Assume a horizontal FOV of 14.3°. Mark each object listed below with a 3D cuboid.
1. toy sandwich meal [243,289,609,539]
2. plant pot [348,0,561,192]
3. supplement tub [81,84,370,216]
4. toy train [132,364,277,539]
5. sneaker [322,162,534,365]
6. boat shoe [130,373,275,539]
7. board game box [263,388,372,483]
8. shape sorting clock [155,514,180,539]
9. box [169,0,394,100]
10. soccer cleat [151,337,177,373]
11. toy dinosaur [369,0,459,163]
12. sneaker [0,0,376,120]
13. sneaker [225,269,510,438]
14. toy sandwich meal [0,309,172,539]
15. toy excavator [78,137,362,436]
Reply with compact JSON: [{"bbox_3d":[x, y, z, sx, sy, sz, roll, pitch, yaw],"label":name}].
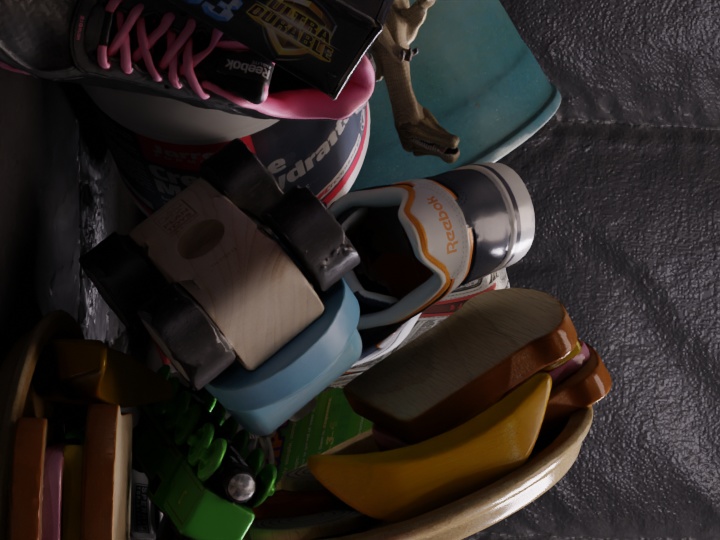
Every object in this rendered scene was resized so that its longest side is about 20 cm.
[{"bbox_3d":[0.028,0.079,1.425,0.205,0.205,0.070,-62,133,-72],"label":"toy sandwich meal"},{"bbox_3d":[-0.014,-0.137,1.644,0.188,0.200,0.200,63,16,-12],"label":"plant pot"},{"bbox_3d":[-0.073,-0.108,1.455,0.200,0.140,0.141,74,20,-66],"label":"supplement tub"},{"bbox_3d":[-0.084,0.095,1.428,0.057,0.042,0.200,-61,-163,2],"label":"toy train"},{"bbox_3d":[0.000,0.000,1.471,0.200,0.079,0.079,-35,-105,50],"label":"sneaker"},{"bbox_3d":[-0.084,0.097,1.696,0.199,0.068,0.074,-66,157,-69],"label":"boat shoe"},{"bbox_3d":[-0.014,0.105,1.685,0.030,0.200,0.096,28,75,-32],"label":"board game box"},{"bbox_3d":[-0.108,0.183,1.514,0.200,0.039,0.200,-157,-90,-84],"label":"shape sorting clock"},{"bbox_3d":[-0.069,-0.181,1.287,0.050,0.200,0.199,-57,-174,27],"label":"box"},{"bbox_3d":[-0.085,0.005,1.680,0.200,0.068,0.085,-40,125,-79],"label":"soccer cleat"},{"bbox_3d":[0.007,-0.147,1.443,0.101,0.058,0.200,102,-21,-54],"label":"toy dinosaur"},{"bbox_3d":[-0.078,-0.103,1.265,0.095,0.200,0.079,37,-65,53],"label":"sneaker"},{"bbox_3d":[0.000,0.043,1.599,0.082,0.200,0.078,51,31,-4],"label":"sneaker"},{"bbox_3d":[-0.131,0.111,1.362,0.205,0.070,0.206,3,90,-82],"label":"toy sandwich meal"},{"bbox_3d":[-0.052,0.035,1.421,0.194,0.100,0.200,39,-16,52],"label":"toy excavator"}]
